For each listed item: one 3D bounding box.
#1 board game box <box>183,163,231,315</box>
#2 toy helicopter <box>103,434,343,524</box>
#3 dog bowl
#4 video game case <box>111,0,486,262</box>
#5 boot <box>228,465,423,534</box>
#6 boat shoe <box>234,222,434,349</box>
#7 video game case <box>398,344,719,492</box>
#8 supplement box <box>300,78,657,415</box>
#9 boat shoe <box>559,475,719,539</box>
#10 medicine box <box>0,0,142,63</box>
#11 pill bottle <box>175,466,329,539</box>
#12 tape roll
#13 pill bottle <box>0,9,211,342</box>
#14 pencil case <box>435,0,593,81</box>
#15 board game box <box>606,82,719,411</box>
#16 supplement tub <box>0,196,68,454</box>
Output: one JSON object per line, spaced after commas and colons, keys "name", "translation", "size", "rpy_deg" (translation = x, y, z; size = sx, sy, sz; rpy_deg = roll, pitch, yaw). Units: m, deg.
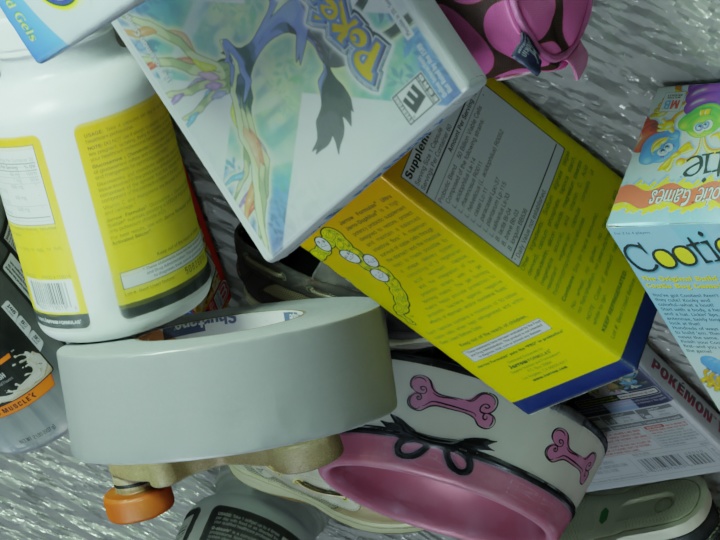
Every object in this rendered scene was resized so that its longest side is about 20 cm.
{"name": "board game box", "translation": [-0.182, -0.040, 1.585], "size": [0.151, 0.046, 0.200], "rpy_deg": [12, 146, 20]}
{"name": "toy helicopter", "translation": [-0.080, 0.111, 1.546], "size": [0.199, 0.132, 0.079], "rpy_deg": [0, 108, 46]}
{"name": "dog bowl", "translation": [0.059, 0.123, 1.552], "size": [0.199, 0.074, 0.200], "rpy_deg": [15, 163, 5]}
{"name": "video game case", "translation": [-0.047, -0.131, 1.251], "size": [0.182, 0.022, 0.201], "rpy_deg": [-39, 82, 40]}
{"name": "boot", "translation": [-0.023, 0.109, 1.677], "size": [0.199, 0.072, 0.155], "rpy_deg": [13, 145, 24]}
{"name": "boat shoe", "translation": [0.000, 0.000, 1.497], "size": [0.199, 0.075, 0.073], "rpy_deg": [1, 142, 31]}
{"name": "video game case", "translation": [0.132, 0.086, 1.586], "size": [0.182, 0.023, 0.199], "rpy_deg": [42, 145, -27]}
{"name": "supplement box", "translation": [0.073, -0.024, 1.379], "size": [0.200, 0.109, 0.109], "rpy_deg": [37, 146, -19]}
{"name": "boat shoe", "translation": [0.171, 0.192, 1.667], "size": [0.199, 0.072, 0.068], "rpy_deg": [-9, 132, 39]}
{"name": "medicine box", "translation": [-0.129, -0.228, 1.160], "size": [0.200, 0.103, 0.183], "rpy_deg": [-24, 102, 51]}
{"name": "pill bottle", "translation": [-0.097, 0.243, 1.801], "size": [0.116, 0.201, 0.117], "rpy_deg": [18, 148, 11]}
{"name": "tape roll", "translation": [-0.079, 0.064, 1.413], "size": [0.199, 0.200, 0.067], "rpy_deg": [-5, 95, 38]}
{"name": "pill bottle", "translation": [-0.165, -0.066, 1.419], "size": [0.112, 0.112, 0.201], "rpy_deg": [-1, 111, 35]}
{"name": "pencil case", "translation": [0.025, -0.138, 1.262], "size": [0.199, 0.091, 0.094], "rpy_deg": [0, 136, 38]}
{"name": "board game box", "translation": [0.233, -0.001, 1.310], "size": [0.104, 0.103, 0.200], "rpy_deg": [-1, 141, 35]}
{"name": "supplement tub", "translation": [-0.258, 0.019, 1.563], "size": [0.122, 0.123, 0.200], "rpy_deg": [-2, 139, 36]}
